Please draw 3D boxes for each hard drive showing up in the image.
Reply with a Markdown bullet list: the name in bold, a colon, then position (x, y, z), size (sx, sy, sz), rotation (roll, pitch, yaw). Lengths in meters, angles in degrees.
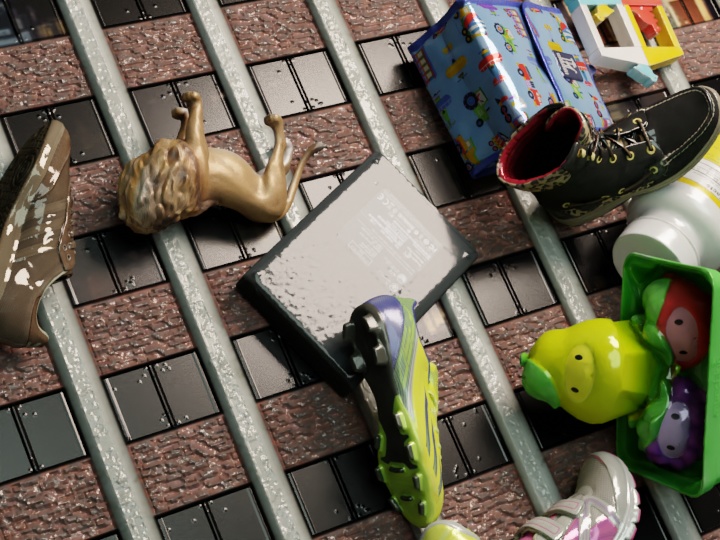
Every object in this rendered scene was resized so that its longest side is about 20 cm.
- **hard drive**: position (0.000, 0.000, 1.511), size (0.140, 0.033, 0.200), rotation (45, 56, 1)

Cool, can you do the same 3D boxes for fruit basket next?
- **fruit basket**: position (0.254, 0.090, 1.488), size (0.213, 0.155, 0.219), rotation (-4, 99, -26)

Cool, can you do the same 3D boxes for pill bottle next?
- **pill bottle**: position (0.331, -0.064, 1.647), size (0.111, 0.111, 0.200), rotation (43, 56, 0)

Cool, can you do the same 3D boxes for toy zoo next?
- **toy zoo**: position (0.268, -0.282, 1.764), size (0.130, 0.020, 0.202), rotation (-7, 69, -39)

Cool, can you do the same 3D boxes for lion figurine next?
- **lion figurine**: position (-0.119, -0.080, 1.475), size (0.198, 0.072, 0.124), rotation (10, 70, -25)

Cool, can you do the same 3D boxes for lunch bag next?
- **lunch bag**: position (0.168, -0.185, 1.659), size (0.199, 0.094, 0.152), rotation (-10, 69, -45)

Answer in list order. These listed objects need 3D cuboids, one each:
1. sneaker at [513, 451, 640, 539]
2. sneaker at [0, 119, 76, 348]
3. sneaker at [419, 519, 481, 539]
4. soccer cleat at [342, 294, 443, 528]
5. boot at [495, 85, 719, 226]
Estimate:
- **sneaker**: position (0.178, 0.238, 1.449), size (0.088, 0.081, 0.201), rotation (30, 57, -10)
- **sneaker**: position (-0.271, -0.027, 1.392), size (0.075, 0.070, 0.202), rotation (33, 58, -29)
- **sneaker**: position (0.089, 0.300, 1.367), size (0.075, 0.076, 0.202), rotation (-21, 68, 14)
- **soccer cleat**: position (0.046, 0.118, 1.437), size (0.083, 0.064, 0.203), rotation (-14, 89, -40)
- **boot**: position (0.230, -0.118, 1.550), size (0.150, 0.199, 0.074), rotation (18, 48, -55)
